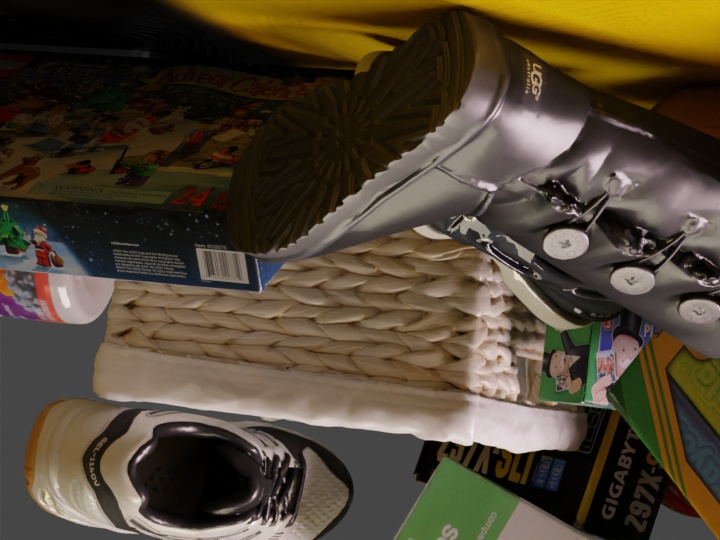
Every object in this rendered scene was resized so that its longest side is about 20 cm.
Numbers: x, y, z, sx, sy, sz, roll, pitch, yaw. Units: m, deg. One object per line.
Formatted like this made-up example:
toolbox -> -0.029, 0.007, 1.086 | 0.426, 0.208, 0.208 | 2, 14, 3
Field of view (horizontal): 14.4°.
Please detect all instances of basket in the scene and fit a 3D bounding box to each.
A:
basket -> 0.000, 0.000, 1.391 | 0.199, 0.162, 0.198 | 4, 177, 21

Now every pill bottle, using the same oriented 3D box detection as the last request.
pill bottle -> -0.272, -0.027, 1.965 | 0.199, 0.112, 0.111 | 5, 177, 16

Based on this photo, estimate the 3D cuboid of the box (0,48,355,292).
box -> -0.107, -0.047, 1.237 | 0.199, 0.038, 0.137 | 5, -149, 23

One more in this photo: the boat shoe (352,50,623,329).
boat shoe -> 0.071, -0.034, 1.192 | 0.066, 0.075, 0.199 | -6, 146, 35

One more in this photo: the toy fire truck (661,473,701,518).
toy fire truck -> 0.191, 0.042, 1.535 | 0.049, 0.201, 0.141 | 29, 162, -15

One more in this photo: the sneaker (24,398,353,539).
sneaker -> -0.066, 0.110, 1.400 | 0.200, 0.076, 0.087 | 10, 176, -44

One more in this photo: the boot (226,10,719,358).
boot -> 0.070, -0.018, 1.120 | 0.199, 0.066, 0.165 | 21, 151, -33

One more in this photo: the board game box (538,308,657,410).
board game box -> 0.163, 0.005, 1.381 | 0.029, 0.135, 0.200 | 2, 175, 42

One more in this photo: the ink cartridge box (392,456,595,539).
ink cartridge box -> 0.113, 0.189, 1.453 | 0.200, 0.084, 0.146 | 29, 169, 15

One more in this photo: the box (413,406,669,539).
box -> 0.112, 0.055, 1.527 | 0.049, 0.160, 0.200 | 19, 176, -24

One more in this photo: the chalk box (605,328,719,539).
chalk box -> 0.227, 0.082, 1.229 | 0.125, 0.124, 0.200 | 10, -146, -46

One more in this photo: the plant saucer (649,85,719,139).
plant saucer -> 0.205, -0.049, 1.205 | 0.199, 0.038, 0.200 | 7, 177, 0
